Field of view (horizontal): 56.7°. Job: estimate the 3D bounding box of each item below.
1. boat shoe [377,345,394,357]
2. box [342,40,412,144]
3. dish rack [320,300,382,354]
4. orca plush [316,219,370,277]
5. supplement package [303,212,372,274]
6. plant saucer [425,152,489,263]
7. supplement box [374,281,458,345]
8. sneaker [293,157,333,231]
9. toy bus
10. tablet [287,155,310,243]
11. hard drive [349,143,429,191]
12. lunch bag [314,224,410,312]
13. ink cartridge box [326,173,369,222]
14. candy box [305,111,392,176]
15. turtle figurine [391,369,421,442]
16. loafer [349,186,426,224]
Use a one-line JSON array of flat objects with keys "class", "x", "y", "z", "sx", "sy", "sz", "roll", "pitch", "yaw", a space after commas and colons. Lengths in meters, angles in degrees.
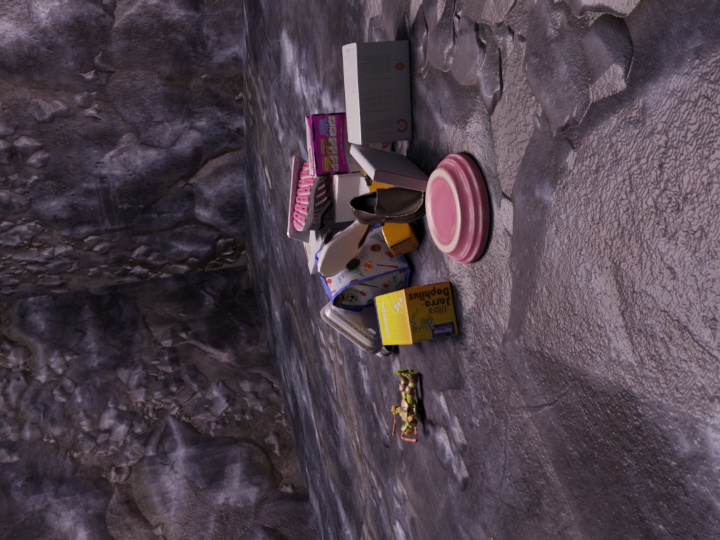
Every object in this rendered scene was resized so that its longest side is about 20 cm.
[{"class": "boat shoe", "x": 0.049, "y": 0.123, "z": 1.741, "sx": 0.071, "sy": 0.071, "sz": 0.205, "roll": -32, "pitch": 76, "yaw": 61}, {"class": "box", "x": 0.037, "y": -0.381, "z": 1.432, "sx": 0.097, "sy": 0.121, "sz": 0.206, "roll": -145, "pitch": 49, "yaw": -67}, {"class": "dish rack", "x": 0.007, "y": 0.105, "z": 1.617, "sx": 0.044, "sy": 0.170, "sz": 0.200, "roll": -59, "pitch": -9, "yaw": 27}, {"class": "orca plush", "x": -0.040, "y": -0.071, "z": 1.541, "sx": 0.205, "sy": 0.103, "sz": 0.071, "roll": -67, "pitch": 16, "yaw": -8}, {"class": "supplement package", "x": -0.065, "y": -0.091, "z": 1.843, "sx": 0.201, "sy": 0.151, "sz": 0.114, "roll": 116, "pitch": 141, "yaw": -61}, {"class": "plant saucer", "x": 0.172, "y": -0.113, "z": 1.238, "sx": 0.200, "sy": 0.049, "sz": 0.207, "roll": 172, "pitch": 90, "yaw": -73}, {"class": "supplement box", "x": 0.114, "y": 0.094, "z": 1.425, "sx": 0.200, "sy": 0.106, "sz": 0.113, "roll": 158, "pitch": 102, "yaw": -72}, {"class": "sneaker", "x": -0.108, "y": -0.191, "z": 1.661, "sx": 0.073, "sy": 0.086, "sz": 0.206, "roll": 5, "pitch": 82, "yaw": 45}, {"class": "toy bus", "x": 0.068, "y": -0.143, "z": 1.503, "sx": 0.078, "sy": 0.064, "sz": 0.205, "roll": 41, "pitch": -152, "yaw": -60}, {"class": "tablet", "x": -0.149, "y": -0.179, "z": 1.705, "sx": 0.130, "sy": 0.013, "sz": 0.207, "roll": 14, "pitch": -102, "yaw": -71}, {"class": "hard drive", "x": 0.061, "y": -0.215, "z": 1.384, "sx": 0.201, "sy": 0.128, "sz": 0.027, "roll": -120, "pitch": 43, "yaw": -62}, {"class": "lunch bag", "x": 0.000, "y": 0.000, "z": 1.594, "sx": 0.126, "sy": 0.194, "sz": 0.172, "roll": 90, "pitch": 161, "yaw": -43}, {"class": "ink cartridge box", "x": -0.026, "y": -0.220, "z": 1.707, "sx": 0.201, "sy": 0.122, "sz": 0.132, "roll": -120, "pitch": 28, "yaw": -52}, {"class": "candy box", "x": -0.024, "y": -0.295, "z": 1.542, "sx": 0.061, "sy": 0.194, "sz": 0.141, "roll": -153, "pitch": 57, "yaw": -68}, {"class": "turtle figurine", "x": 0.117, "y": 0.326, "z": 1.598, "sx": 0.200, "sy": 0.062, "sz": 0.167, "roll": -177, "pitch": 86, "yaw": -81}, {"class": "loafer", "x": 0.059, "y": -0.138, "z": 1.409, "sx": 0.196, "sy": 0.071, "sz": 0.075, "roll": -11, "pitch": 71, "yaw": 32}]
